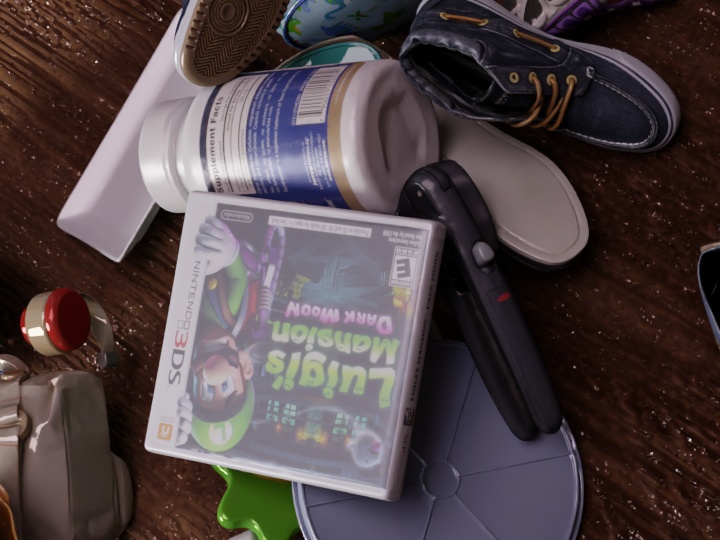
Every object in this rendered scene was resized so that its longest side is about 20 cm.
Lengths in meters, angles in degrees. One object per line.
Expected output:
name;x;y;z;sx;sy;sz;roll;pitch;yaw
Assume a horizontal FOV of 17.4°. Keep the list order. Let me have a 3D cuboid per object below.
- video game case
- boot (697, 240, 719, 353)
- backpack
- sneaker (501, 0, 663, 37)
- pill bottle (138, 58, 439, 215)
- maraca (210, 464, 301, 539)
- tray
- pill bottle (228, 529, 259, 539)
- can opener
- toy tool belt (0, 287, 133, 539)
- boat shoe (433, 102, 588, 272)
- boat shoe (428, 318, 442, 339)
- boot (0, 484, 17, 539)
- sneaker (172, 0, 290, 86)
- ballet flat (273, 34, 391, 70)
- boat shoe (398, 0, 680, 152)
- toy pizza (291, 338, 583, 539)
video game case;-0.046;0.047;1.564;0.199;0.023;0.183;8;87;31
boot;0.258;0.075;1.508;0.074;0.097;0.201;-24;63;18
backpack;0.007;-0.244;1.718;0.199;0.163;0.155;-9;83;31
sneaker;0.176;-0.203;1.662;0.200;0.083;0.081;-38;30;28
pill bottle;-0.054;-0.086;1.647;0.199;0.111;0.112;-2;71;34
maraca;-0.054;0.108;1.641;0.136;0.107;0.201;-5;55;-12
tray;-0.155;-0.103;1.812;0.107;0.022;0.201;27;86;50
pill bottle;-0.135;0.258;1.636;0.199;0.112;0.113;-29;62;16
can opener;0.083;0.020;1.569;0.078;0.063;0.201;-22;84;-27
toy tool belt;-0.251;0.119;1.733;0.122;0.125;0.201;-8;89;31
boat shoe;0.085;-0.059;1.666;0.074;0.060;0.200;-36;59;-25
boat shoe;0.000;0.000;1.684;0.071;0.064;0.201;-36;60;11
boot;-0.294;0.178;1.672;0.201;0.071;0.145;47;140;34
sneaker;-0.096;-0.229;1.660;0.108;0.070;0.201;21;85;47
ballet flat;-0.058;-0.111;1.751;0.199;0.062;0.068;-32;84;15
boat shoe;0.120;-0.121;1.610;0.199;0.091;0.071;25;123;2
toy pizza;0.052;0.145;1.586;0.199;0.032;0.201;2;71;-7
